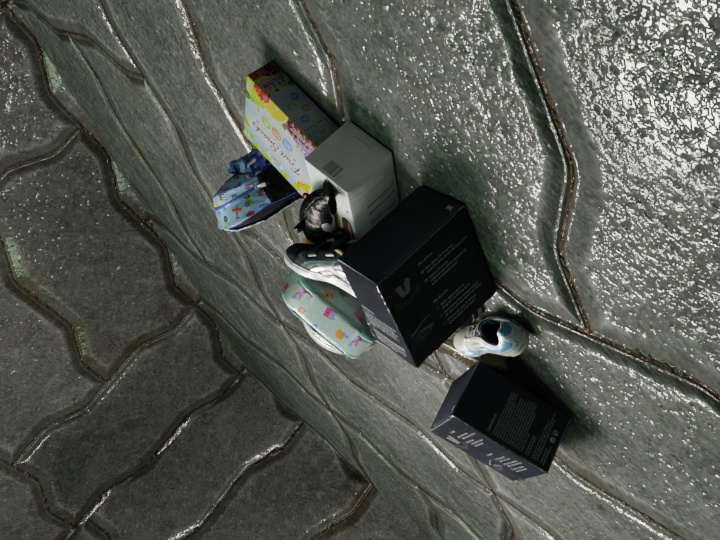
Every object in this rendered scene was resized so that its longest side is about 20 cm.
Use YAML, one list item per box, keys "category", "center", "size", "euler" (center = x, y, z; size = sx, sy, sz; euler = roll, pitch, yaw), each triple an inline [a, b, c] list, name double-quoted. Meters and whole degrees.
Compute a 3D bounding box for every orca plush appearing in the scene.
- category: "orca plush"
  center: [-0.079, -0.080, 1.589]
  size: [0.106, 0.071, 0.200]
  euler: [52, 163, -6]

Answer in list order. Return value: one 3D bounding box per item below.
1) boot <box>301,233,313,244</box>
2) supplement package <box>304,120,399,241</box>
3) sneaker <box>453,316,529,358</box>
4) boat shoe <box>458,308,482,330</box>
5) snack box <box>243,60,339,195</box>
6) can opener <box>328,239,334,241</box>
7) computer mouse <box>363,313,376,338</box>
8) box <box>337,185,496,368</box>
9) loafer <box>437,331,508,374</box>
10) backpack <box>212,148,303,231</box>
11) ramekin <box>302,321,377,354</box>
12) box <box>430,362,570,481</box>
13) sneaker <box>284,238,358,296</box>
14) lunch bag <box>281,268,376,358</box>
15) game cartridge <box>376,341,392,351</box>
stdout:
- category: "boot"
  center: [-0.070, -0.005, 1.874]
  size: [0.199, 0.071, 0.170]
  euler: [-10, -85, -70]
- category: "supplement package"
  center: [-0.008, -0.135, 1.608]
  size: [0.113, 0.109, 0.201]
  euler: [39, 160, 29]
- category: "sneaker"
  center: [0.219, 0.111, 1.616]
  size: [0.072, 0.073, 0.199]
  euler: [38, 160, -18]
- category: "boat shoe"
  center: [0.132, 0.024, 1.670]
  size: [0.200, 0.063, 0.073]
  euler: [46, 162, 10]
- category: "snack box"
  center: [-0.128, -0.252, 1.692]
  size: [0.200, 0.067, 0.170]
  euler: [48, 154, 16]
- category: "can opener"
  center: [0.000, 0.000, 1.775]
  size: [0.199, 0.053, 0.066]
  euler: [39, 143, -9]
- category: "computer mouse"
  center: [0.066, 0.025, 1.635]
  size: [0.046, 0.137, 0.205]
  euler: [-139, 42, -76]
- category: "box"
  center: [0.096, 0.009, 1.508]
  size: [0.117, 0.196, 0.202]
  euler: [31, 155, 46]
- category: "loafer"
  center: [0.194, 0.133, 1.745]
  size: [0.197, 0.069, 0.076]
  euler: [24, 165, 22]
- category: "backpack"
  center: [-0.220, -0.168, 1.887]
  size: [0.136, 0.198, 0.182]
  euler: [62, 168, -13]
- category: "ramekin"
  center: [-0.025, 0.066, 1.948]
  size: [0.202, 0.202, 0.095]
  euler: [45, 152, 12]
- category: "box"
  center: [0.255, 0.286, 1.717]
  size: [0.198, 0.119, 0.197]
  euler: [30, 161, 1]
- category: "sneaker"
  center: [-0.042, -0.021, 1.596]
  size: [0.197, 0.078, 0.081]
  euler: [22, 125, 20]
- category: "lunch bag"
  center: [-0.047, 0.050, 1.693]
  size: [0.199, 0.161, 0.077]
  euler: [41, 120, -12]
- category: "game cartridge"
  center: [0.051, 0.075, 1.821]
  size: [0.198, 0.135, 0.040]
  euler: [30, 171, -7]
